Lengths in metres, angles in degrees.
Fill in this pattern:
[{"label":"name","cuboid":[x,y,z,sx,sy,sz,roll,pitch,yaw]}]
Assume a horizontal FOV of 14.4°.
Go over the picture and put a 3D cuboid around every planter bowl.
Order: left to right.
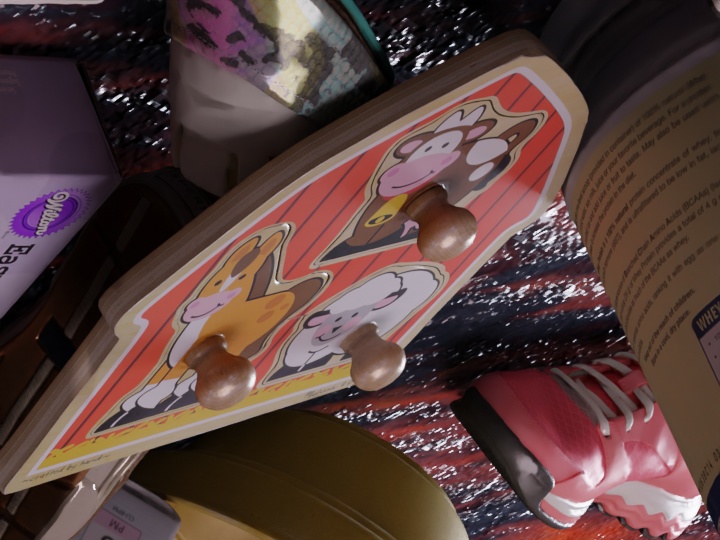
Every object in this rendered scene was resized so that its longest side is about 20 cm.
[{"label":"planter bowl","cuboid":[-0.018,0.114,1.127,0.084,0.199,0.201,-57,169,-26]}]

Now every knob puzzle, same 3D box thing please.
[{"label":"knob puzzle","cuboid":[0.000,0.000,0.882,0.219,0.031,0.220,-30,162,-11]}]

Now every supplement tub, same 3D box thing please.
[{"label":"supplement tub","cuboid":[0.151,-0.011,0.936,0.144,0.201,0.145,-19,155,-9]}]

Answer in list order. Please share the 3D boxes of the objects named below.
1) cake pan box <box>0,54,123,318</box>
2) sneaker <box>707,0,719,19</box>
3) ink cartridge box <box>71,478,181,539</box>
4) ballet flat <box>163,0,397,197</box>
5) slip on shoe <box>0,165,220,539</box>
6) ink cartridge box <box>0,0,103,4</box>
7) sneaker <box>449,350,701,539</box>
[{"label":"cake pan box","cuboid":[-0.192,0.003,0.843,0.183,0.053,0.200,-1,147,-45]},{"label":"sneaker","cuboid":[0.122,-0.123,0.828,0.199,0.079,0.089,13,136,-46]},{"label":"ink cartridge box","cuboid":[-0.149,0.181,1.060,0.057,0.201,0.163,29,155,-10]},{"label":"ballet flat","cuboid":[-0.021,-0.047,0.862,0.071,0.069,0.200,-54,157,-3]},{"label":"slip on shoe","cuboid":[-0.090,0.035,0.981,0.060,0.076,0.200,-14,150,-46]},{"label":"ink cartridge box","cuboid":[-0.081,-0.141,0.653,0.145,0.048,0.200,-3,149,-38]},{"label":"sneaker","cuboid":[0.109,0.058,1.220,0.087,0.074,0.200,-47,153,16]}]
